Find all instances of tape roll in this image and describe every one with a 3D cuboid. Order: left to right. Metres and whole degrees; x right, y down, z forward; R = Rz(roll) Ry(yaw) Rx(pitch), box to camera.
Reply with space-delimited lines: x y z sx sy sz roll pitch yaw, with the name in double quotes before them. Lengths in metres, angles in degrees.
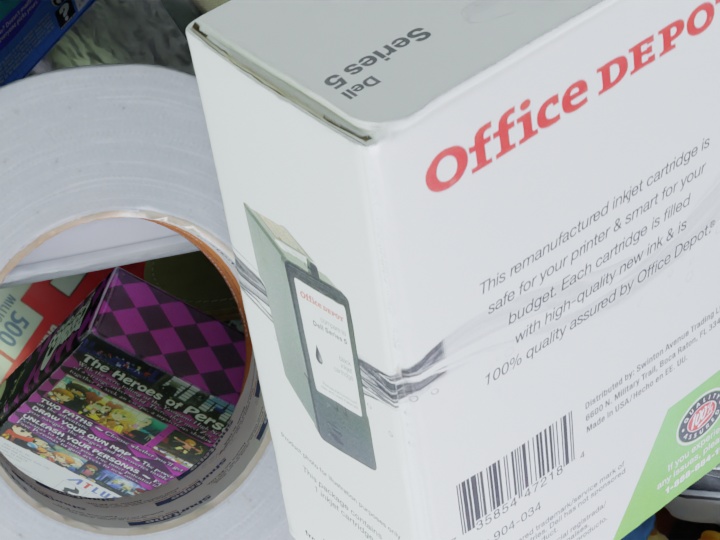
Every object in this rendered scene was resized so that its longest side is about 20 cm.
"tape roll" -0.082 0.032 0.664 0.200 0.200 0.066 43 173 -13

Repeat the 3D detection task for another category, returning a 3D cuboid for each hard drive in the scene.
"hard drive" -0.135 -0.018 0.754 0.132 0.199 0.026 -150 51 -70

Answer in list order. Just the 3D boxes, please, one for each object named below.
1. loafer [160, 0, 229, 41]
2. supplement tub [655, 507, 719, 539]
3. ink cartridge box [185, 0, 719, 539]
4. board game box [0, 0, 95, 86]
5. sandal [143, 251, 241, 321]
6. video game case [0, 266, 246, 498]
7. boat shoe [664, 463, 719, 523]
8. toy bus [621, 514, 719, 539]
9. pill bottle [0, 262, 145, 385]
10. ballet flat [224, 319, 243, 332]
"loafer" -0.050 -0.131 0.634 0.069 0.075 0.200 2 147 42
"supplement tub" 0.179 0.185 0.818 0.199 0.107 0.107 31 153 12
"ink cartridge box" 0.044 -0.007 0.576 0.084 0.145 0.201 35 146 40
"board game box" -0.162 -0.135 0.663 0.045 0.152 0.200 23 150 27
"sandal" -0.003 0.004 0.785 0.211 0.078 0.070 -9 133 48
"video game case" -0.053 0.088 0.808 0.199 0.036 0.181 28 147 -16
"boat shoe" 0.146 0.045 0.678 0.068 0.072 0.200 42 161 -15
"toy bus" 0.070 0.145 0.701 0.192 0.200 0.136 46 161 12
"pill bottle" -0.093 0.053 0.926 0.200 0.113 0.112 35 154 -3
"ballet flat" 0.004 0.053 0.819 0.199 0.072 0.072 12 148 12
